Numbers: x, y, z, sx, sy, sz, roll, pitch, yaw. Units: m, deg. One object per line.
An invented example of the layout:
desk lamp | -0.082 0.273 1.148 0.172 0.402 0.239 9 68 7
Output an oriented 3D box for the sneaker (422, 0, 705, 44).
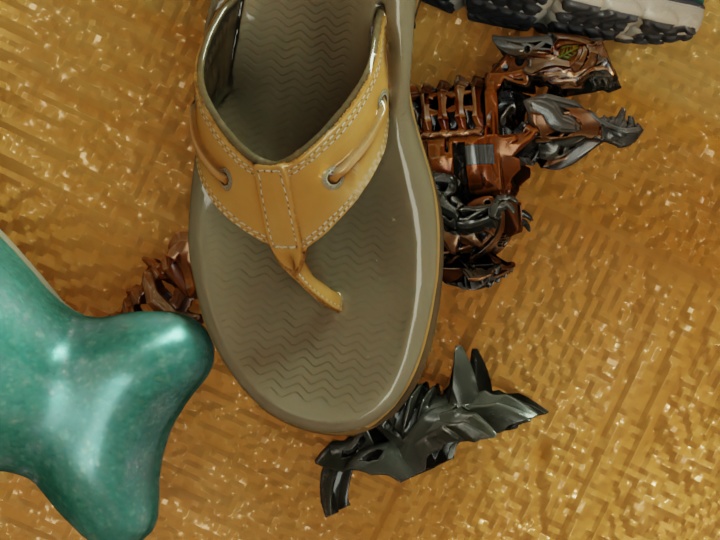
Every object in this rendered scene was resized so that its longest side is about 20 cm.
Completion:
sneaker | 0.026 -0.131 0.780 0.199 0.077 0.080 27 85 -9

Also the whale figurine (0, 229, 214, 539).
whale figurine | -0.149 0.020 0.753 0.199 0.104 0.160 23 96 6

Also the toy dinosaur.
toy dinosaur | 0.000 0.000 0.798 0.200 0.102 0.136 -28 85 27

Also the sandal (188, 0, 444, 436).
sandal | -0.016 -0.050 0.722 0.080 0.054 0.201 7 100 18
